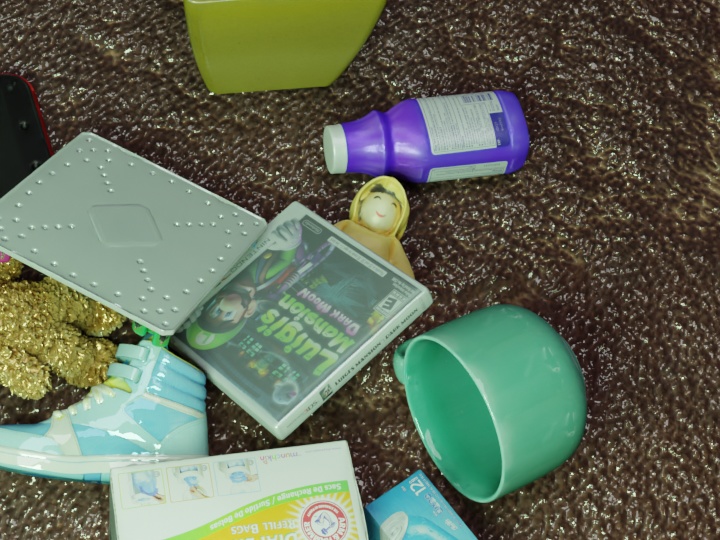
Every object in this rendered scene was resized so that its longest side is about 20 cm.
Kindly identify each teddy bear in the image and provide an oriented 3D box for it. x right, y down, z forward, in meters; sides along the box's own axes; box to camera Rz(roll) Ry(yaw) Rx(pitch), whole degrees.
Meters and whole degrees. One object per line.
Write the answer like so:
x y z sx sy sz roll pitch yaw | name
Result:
-0.288 0.041 1.388 0.199 0.067 0.146 31 60 -25 | teddy bear

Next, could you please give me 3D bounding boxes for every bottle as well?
0.064 -0.128 1.590 0.197 0.066 0.084 -7 58 -13 | bottle

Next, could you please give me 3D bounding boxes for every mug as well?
0.116 0.095 1.400 0.113 0.153 0.186 -21 62 -24 | mug

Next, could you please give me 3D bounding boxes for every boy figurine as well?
0.000 0.000 1.500 0.123 0.065 0.201 23 60 10 | boy figurine

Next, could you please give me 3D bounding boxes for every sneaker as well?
-0.221 0.113 1.362 0.197 0.079 0.132 6 81 -15 | sneaker

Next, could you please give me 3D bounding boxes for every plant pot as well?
-0.090 -0.287 1.605 0.197 0.177 0.202 -6 58 -11 | plant pot

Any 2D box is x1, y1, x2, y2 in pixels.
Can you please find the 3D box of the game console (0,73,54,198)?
-0.376 -0.093 1.529 0.175 0.031 0.202 -16 60 -12 | game console

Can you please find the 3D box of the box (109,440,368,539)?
-0.101 0.217 1.313 0.197 0.113 0.102 -5 58 -13 | box

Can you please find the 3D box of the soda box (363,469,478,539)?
0.082 0.268 1.332 0.064 0.068 0.200 -30 66 -25 | soda box

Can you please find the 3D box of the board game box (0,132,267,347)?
-0.209 -0.031 1.416 0.198 0.026 0.200 27 37 8 | board game box

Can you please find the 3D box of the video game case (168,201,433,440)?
-0.063 0.037 1.422 0.182 0.023 0.199 -41 46 -15 | video game case
